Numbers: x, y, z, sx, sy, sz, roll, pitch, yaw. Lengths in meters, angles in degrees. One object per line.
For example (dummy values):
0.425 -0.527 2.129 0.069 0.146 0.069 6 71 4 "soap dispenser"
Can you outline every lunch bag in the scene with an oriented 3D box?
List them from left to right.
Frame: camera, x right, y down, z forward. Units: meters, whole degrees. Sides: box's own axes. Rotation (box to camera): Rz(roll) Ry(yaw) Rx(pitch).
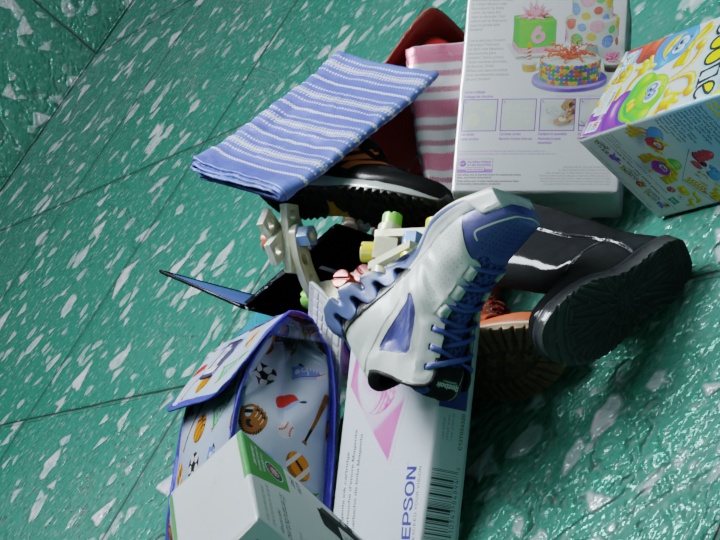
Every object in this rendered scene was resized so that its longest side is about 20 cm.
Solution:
-0.096 0.143 1.693 0.170 0.123 0.201 155 125 -64 "lunch bag"

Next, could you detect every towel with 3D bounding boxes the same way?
-0.043 -0.133 1.734 0.200 0.024 0.145 -40 34 -25 "towel"
0.121 -0.122 1.731 0.146 0.030 0.201 -10 67 7 "towel"

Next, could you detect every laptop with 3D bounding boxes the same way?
-0.056 -0.003 1.872 0.200 0.177 0.104 -40 59 24 "laptop"

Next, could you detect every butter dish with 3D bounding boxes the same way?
0.096 -0.112 1.828 0.148 0.200 0.200 26 78 45 "butter dish"

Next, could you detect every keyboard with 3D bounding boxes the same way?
-0.033 0.106 1.699 0.011 0.201 0.056 -12 36 -23 "keyboard"

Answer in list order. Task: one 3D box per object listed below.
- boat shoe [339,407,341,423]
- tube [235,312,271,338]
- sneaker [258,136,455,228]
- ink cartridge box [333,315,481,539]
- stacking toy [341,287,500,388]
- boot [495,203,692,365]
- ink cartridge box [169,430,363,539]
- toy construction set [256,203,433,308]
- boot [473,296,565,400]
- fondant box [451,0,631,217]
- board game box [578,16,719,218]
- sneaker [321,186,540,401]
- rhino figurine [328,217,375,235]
-0.096 0.191 1.821 0.200 0.072 0.069 -35 24 13 "boat shoe"
-0.101 0.063 2.073 0.200 0.050 0.078 -46 14 38 "tube"
0.002 -0.092 1.723 0.199 0.070 0.090 7 61 31 "sneaker"
0.021 0.135 1.591 0.200 0.043 0.197 -12 69 57 "ink cartridge box"
0.047 0.042 1.775 0.200 0.085 0.086 -23 32 37 "stacking toy"
0.135 0.004 1.531 0.164 0.066 0.200 -26 29 -33 "boot"
-0.042 0.235 1.436 0.083 0.200 0.147 -43 22 8 "ink cartridge box"
0.000 0.000 1.687 0.199 0.131 0.092 7 69 37 "toy construction set"
0.111 0.055 1.619 0.200 0.075 0.107 -19 28 51 "boot"
0.160 -0.147 1.686 0.144 0.058 0.201 1 70 13 "fondant box"
0.288 -0.128 1.522 0.200 0.105 0.103 -15 39 56 "board game box"
0.068 0.033 1.476 0.199 0.080 0.115 -38 62 29 "sneaker"
0.007 -0.068 2.010 0.088 0.060 0.200 -84 16 -52 "rhino figurine"
